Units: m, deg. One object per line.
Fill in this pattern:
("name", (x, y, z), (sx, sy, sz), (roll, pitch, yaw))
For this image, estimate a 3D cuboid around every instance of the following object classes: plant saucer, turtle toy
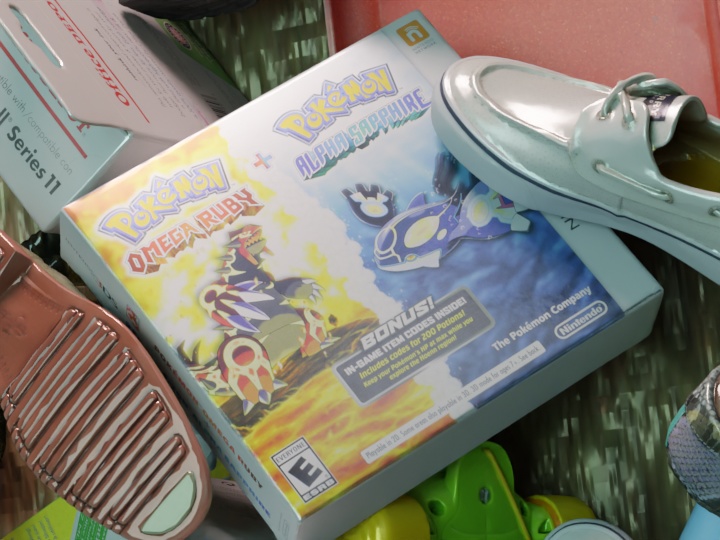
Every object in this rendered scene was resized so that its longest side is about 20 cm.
("plant saucer", (0.078, -0.128, 1.203), (0.199, 0.037, 0.201), (-11, 80, 27))
("turtle toy", (0.027, 0.133, 1.163), (0.101, 0.145, 0.201), (-4, 83, 49))

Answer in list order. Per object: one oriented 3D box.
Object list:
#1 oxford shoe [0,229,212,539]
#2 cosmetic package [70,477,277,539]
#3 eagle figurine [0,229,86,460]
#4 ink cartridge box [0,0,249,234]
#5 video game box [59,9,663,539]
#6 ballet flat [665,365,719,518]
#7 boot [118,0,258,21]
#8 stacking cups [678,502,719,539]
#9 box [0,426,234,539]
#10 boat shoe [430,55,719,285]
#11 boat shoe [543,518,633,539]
("oxford shoe", (-0.121, 0.045, 1.116), (0.071, 0.074, 0.200), (-45, 62, 5))
("cosmetic package", (-0.066, 0.162, 1.118), (0.200, 0.084, 0.108), (-152, 74, -68))
("eagle figurine", (-0.183, 0.049, 1.253), (0.200, 0.151, 0.151), (-48, 51, 17))
("ink cartridge box", (-0.127, -0.075, 1.213), (0.067, 0.200, 0.117), (-45, 68, 17))
("video game box", (0.000, 0.000, 1.124), (0.200, 0.047, 0.182), (-31, 65, -21))
("ballet flat", (0.208, 0.111, 1.074), (0.200, 0.072, 0.072), (35, 104, -10))
("boot", (-0.033, -0.197, 1.212), (0.199, 0.070, 0.132), (-4, 80, 24))
("stacking cups", (0.162, 0.114, 1.125), (0.060, 0.060, 0.201), (32, 101, 26))
("box", (-0.109, 0.155, 1.272), (0.200, 0.048, 0.118), (-37, 70, 22))
("boat shoe", (0.123, -0.052, 1.099), (0.199, 0.071, 0.070), (29, 141, 16))
("boat shoe", (0.088, 0.201, 1.082), (0.072, 0.066, 0.201), (7, 77, 14))
